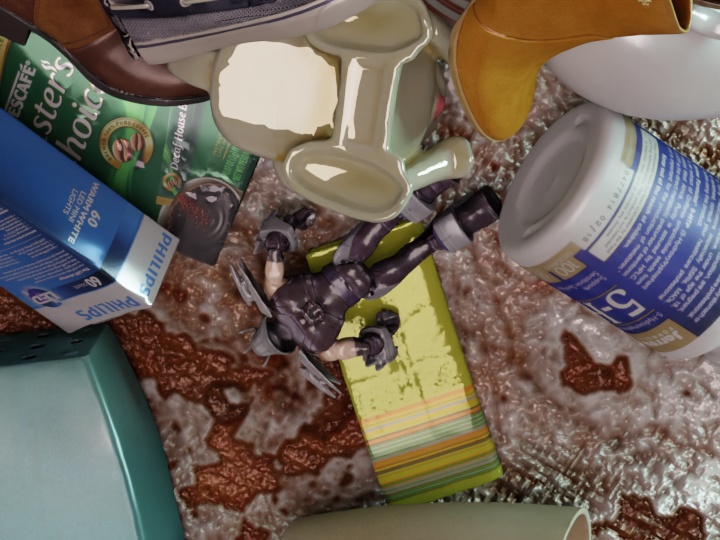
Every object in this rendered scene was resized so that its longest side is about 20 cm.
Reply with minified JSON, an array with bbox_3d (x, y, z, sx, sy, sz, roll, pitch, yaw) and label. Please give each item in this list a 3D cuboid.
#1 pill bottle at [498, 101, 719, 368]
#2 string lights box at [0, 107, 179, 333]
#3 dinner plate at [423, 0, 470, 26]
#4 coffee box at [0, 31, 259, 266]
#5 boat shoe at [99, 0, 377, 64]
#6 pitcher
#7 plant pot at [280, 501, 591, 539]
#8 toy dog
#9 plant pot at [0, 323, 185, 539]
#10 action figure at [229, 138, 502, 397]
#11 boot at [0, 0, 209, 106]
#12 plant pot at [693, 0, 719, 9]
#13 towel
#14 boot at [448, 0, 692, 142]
[{"bbox_3d":[0.201,-0.012,1.703,0.199,0.120,0.120,31,108,-20],"label":"pill bottle"},{"bbox_3d":[-0.229,-0.041,1.701,0.200,0.059,0.102,37,147,-28],"label":"string lights box"},{"bbox_3d":[0.103,-0.243,1.687,0.199,0.024,0.201,1,108,2],"label":"dinner plate"},{"bbox_3d":[-0.167,-0.095,1.741,0.199,0.044,0.123,23,109,-4],"label":"coffee box"},{"bbox_3d":[-0.072,-0.187,1.524,0.199,0.075,0.093,-16,133,22],"label":"boat shoe"},{"bbox_3d":[0.219,-0.148,1.619,0.199,0.171,0.122,16,86,-15],"label":"pitcher"},{"bbox_3d":[0.040,0.235,1.785,0.199,0.187,0.188,11,110,14],"label":"plant pot"},{"bbox_3d":[-0.012,-0.107,1.646,0.193,0.200,0.141,1,95,16],"label":"toy dog"},{"bbox_3d":[-0.207,0.147,1.781,0.140,0.141,0.201,-8,103,6],"label":"plant pot"},{"bbox_3d":[0.000,0.000,1.741,0.200,0.069,0.130,-37,111,13],"label":"action figure"},{"bbox_3d":[-0.147,-0.201,1.619,0.188,0.069,0.200,28,145,0],"label":"boot"},{"bbox_3d":[0.236,-0.291,1.560,0.186,0.201,0.188,4,135,4],"label":"plant pot"},{"bbox_3d":[0.031,0.066,1.801,0.086,0.018,0.201,-17,106,3],"label":"towel"},{"bbox_3d":[0.127,-0.148,1.533,0.143,0.071,0.202,13,135,26],"label":"boot"}]
